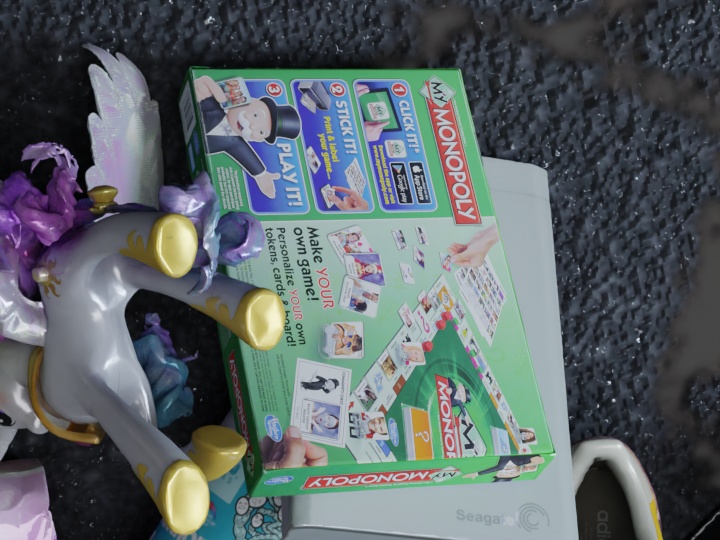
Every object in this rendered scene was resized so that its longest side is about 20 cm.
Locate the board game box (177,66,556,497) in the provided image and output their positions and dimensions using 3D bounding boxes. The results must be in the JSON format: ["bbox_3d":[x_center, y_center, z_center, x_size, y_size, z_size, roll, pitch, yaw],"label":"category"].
[{"bbox_3d":[0.000,0.000,0.942,0.133,0.029,0.201,-1,60,-20],"label":"board game box"}]

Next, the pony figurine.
[{"bbox_3d":[-0.120,0.006,0.896,0.166,0.199,0.195,-9,101,-40],"label":"pony figurine"}]

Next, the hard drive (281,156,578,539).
[{"bbox_3d":[0.028,0.034,0.965,0.131,0.201,0.026,7,148,-15],"label":"hard drive"}]

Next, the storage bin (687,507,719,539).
[{"bbox_3d":[0.245,0.172,1.030,0.135,0.200,0.094,-46,111,2],"label":"storage bin"}]

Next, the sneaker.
[{"bbox_3d":[0.113,0.180,1.015,0.074,0.090,0.202,-6,69,3],"label":"sneaker"}]

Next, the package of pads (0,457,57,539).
[{"bbox_3d":[-0.236,0.158,0.980,0.198,0.076,0.122,-6,108,-12],"label":"package of pads"}]

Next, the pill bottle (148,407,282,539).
[{"bbox_3d":[-0.040,0.135,0.995,0.110,0.111,0.201,33,86,-19],"label":"pill bottle"}]
